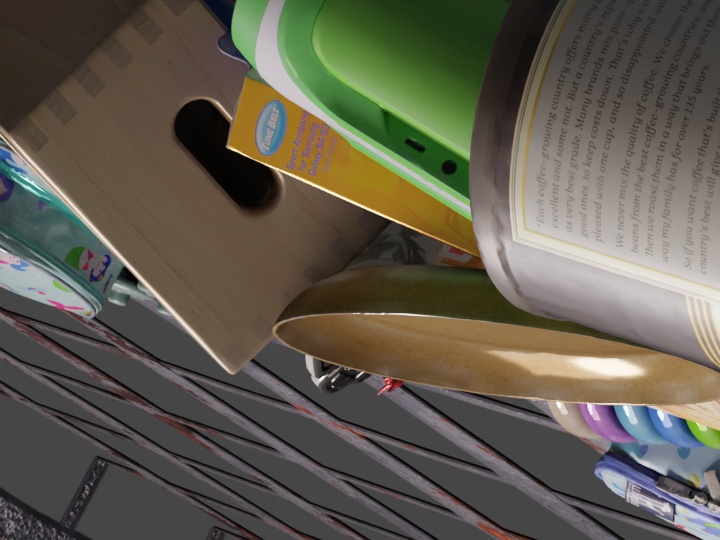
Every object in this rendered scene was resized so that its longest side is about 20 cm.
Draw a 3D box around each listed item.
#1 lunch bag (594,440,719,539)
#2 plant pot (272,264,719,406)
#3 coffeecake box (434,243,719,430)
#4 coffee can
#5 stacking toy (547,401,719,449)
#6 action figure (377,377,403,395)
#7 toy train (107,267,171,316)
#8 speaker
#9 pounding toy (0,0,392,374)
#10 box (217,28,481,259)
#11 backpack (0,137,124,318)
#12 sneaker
[{"bbox_3d":[0.227,0.121,1.625,0.160,0.083,0.200,22,176,19],"label":"lunch bag"},{"bbox_3d":[0.062,0.027,1.247,0.198,0.028,0.200,8,170,1],"label":"plant pot"},{"bbox_3d":[0.159,0.020,1.366,0.199,0.073,0.153,18,167,40],"label":"coffeecake box"},{"bbox_3d":[0.156,-0.030,0.939,0.199,0.147,0.146,18,167,34],"label":"coffee can"},{"bbox_3d":[0.190,0.063,1.472,0.199,0.086,0.085,15,165,43],"label":"stacking toy"},{"bbox_3d":[0.013,0.047,1.918,0.199,0.052,0.065,10,157,49],"label":"action figure"},{"bbox_3d":[-0.117,-0.010,1.875,0.114,0.086,0.199,22,174,-41],"label":"toy train"},{"bbox_3d":[0.050,-0.066,1.116,0.199,0.089,0.088,33,172,16],"label":"speaker"},{"bbox_3d":[-0.070,-0.065,1.331,0.200,0.142,0.184,48,176,-27],"label":"pounding toy"},{"bbox_3d":[0.037,-0.056,1.212,0.199,0.042,0.119,22,-151,13],"label":"box"},{"bbox_3d":[-0.164,-0.065,1.556,0.199,0.151,0.177,13,162,35],"label":"backpack"},{"bbox_3d":[0.000,0.000,1.404,0.092,0.076,0.200,56,-167,8],"label":"sneaker"}]
